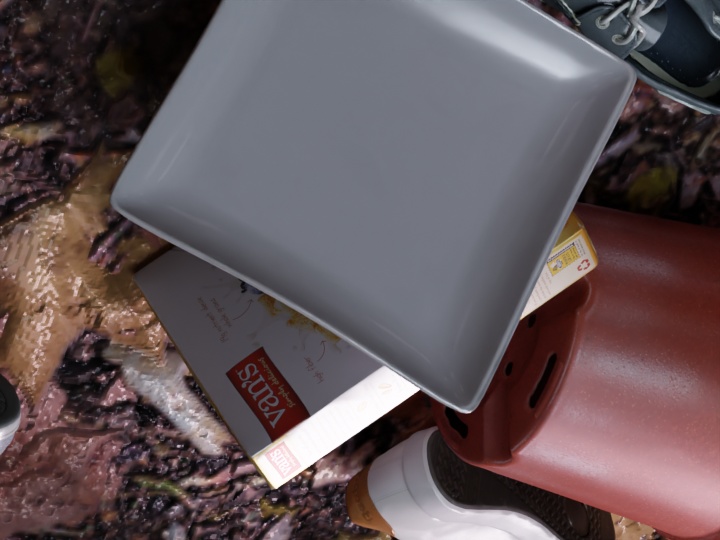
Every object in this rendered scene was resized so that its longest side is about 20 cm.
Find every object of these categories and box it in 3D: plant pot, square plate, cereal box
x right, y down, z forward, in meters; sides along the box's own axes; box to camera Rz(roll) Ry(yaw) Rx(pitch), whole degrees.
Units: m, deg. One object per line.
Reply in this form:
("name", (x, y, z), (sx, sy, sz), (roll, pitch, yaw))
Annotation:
("plant pot", (0.155, 0.053, 1.314), (0.195, 0.201, 0.201), (15, 114, -27))
("square plate", (0.008, -0.062, 1.139), (0.199, 0.028, 0.199), (30, 72, -9))
("cereal box", (0.000, 0.000, 1.205), (0.200, 0.144, 0.040), (-34, 141, -5))

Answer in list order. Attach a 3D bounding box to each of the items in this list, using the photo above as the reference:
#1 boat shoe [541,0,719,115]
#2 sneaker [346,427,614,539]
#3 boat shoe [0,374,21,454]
("boat shoe", (0.145, -0.142, 1.242), (0.073, 0.062, 0.200), (-48, 132, 9))
("sneaker", (0.068, 0.136, 1.400), (0.084, 0.073, 0.200), (-26, 148, 33))
("boat shoe", (-0.266, 0.091, 1.172), (0.201, 0.075, 0.065), (-13, 134, -17))
